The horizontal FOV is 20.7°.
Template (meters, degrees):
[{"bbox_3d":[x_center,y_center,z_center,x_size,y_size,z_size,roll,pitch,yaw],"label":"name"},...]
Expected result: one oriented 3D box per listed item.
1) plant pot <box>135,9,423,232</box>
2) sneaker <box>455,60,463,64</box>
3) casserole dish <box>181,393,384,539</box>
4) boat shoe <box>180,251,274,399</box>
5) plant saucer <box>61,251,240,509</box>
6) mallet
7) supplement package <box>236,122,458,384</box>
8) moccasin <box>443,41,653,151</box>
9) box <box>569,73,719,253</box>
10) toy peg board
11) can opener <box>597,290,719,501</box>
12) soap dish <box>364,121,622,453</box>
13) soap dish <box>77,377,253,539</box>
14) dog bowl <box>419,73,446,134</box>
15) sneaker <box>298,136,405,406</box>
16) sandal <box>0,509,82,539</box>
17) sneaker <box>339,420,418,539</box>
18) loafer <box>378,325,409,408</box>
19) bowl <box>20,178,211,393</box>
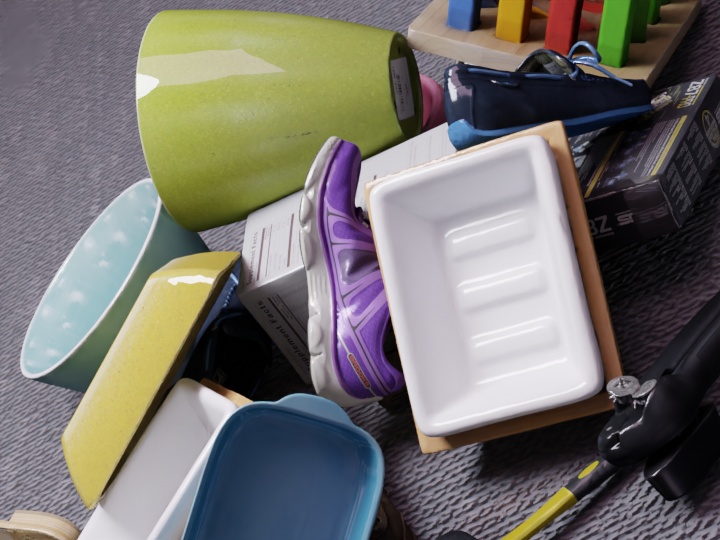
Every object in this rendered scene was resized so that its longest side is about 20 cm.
[{"bbox_3d":[-0.056,-0.135,1.631,0.199,0.188,0.187,-6,40,19],"label":"plant pot"},{"bbox_3d":[0.118,-0.215,1.787,0.078,0.100,0.200,17,22,5],"label":"sneaker"},{"bbox_3d":[-0.058,0.177,1.328,0.039,0.121,0.201,-131,58,-81],"label":"casserole dish"},{"bbox_3d":[-0.094,0.068,1.614,0.069,0.084,0.201,-21,46,50],"label":"boat shoe"},{"bbox_3d":[-0.165,0.069,1.505,0.200,0.048,0.200,-61,2,4],"label":"plant saucer"},{"bbox_3d":[0.129,0.151,1.323,0.200,0.041,0.066,-41,29,-18],"label":"mallet"},{"bbox_3d":[0.016,-0.014,1.573,0.199,0.114,0.110,-23,34,20],"label":"supplement package"},{"bbox_3d":[0.143,-0.134,1.457,0.200,0.068,0.080,-9,-8,-45],"label":"moccasin"},{"bbox_3d":[0.187,-0.074,1.511,0.161,0.049,0.200,-18,20,30],"label":"box"},{"bbox_3d":[0.169,-0.243,1.629,0.198,0.098,0.200,16,34,17],"label":"toy peg board"},{"bbox_3d":[0.220,0.068,1.319,0.063,0.079,0.200,-11,29,43],"label":"can opener"},{"bbox_3d":[0.098,0.014,1.387,0.157,0.081,0.201,-17,80,24],"label":"soap dish"},{"bbox_3d":[-0.128,0.182,1.418,0.200,0.081,0.157,-60,21,-6],"label":"soap dish"},{"bbox_3d":[0.014,-0.093,1.723,0.200,0.074,0.200,-25,33,18],"label":"dog bowl"},{"bbox_3d":[0.000,0.000,1.466,0.083,0.201,0.081,-6,-8,4],"label":"sneaker"},{"bbox_3d":[-0.320,0.238,1.593,0.211,0.078,0.070,-6,35,32],"label":"sandal"},{"bbox_3d":[-0.014,0.165,1.398,0.070,0.076,0.200,-33,31,3],"label":"sneaker"},{"bbox_3d":[0.089,0.046,1.490,0.199,0.063,0.072,-20,12,17],"label":"loafer"},{"bbox_3d":[-0.191,0.032,1.690,0.201,0.105,0.201,-44,25,27],"label":"bowl"}]
